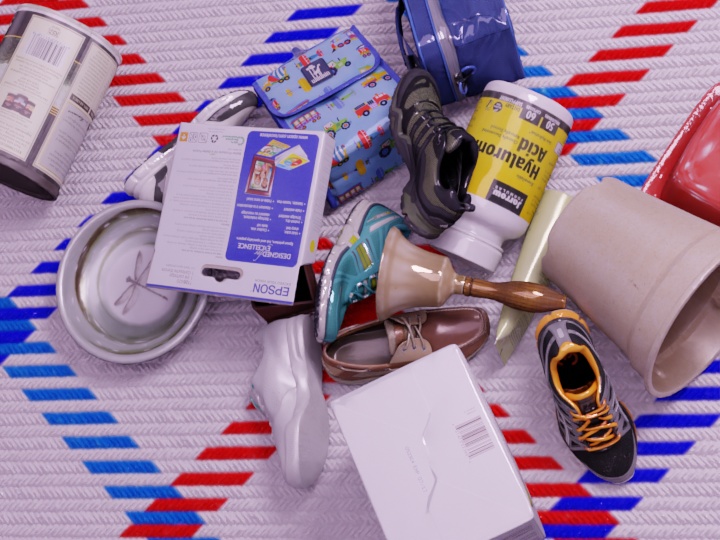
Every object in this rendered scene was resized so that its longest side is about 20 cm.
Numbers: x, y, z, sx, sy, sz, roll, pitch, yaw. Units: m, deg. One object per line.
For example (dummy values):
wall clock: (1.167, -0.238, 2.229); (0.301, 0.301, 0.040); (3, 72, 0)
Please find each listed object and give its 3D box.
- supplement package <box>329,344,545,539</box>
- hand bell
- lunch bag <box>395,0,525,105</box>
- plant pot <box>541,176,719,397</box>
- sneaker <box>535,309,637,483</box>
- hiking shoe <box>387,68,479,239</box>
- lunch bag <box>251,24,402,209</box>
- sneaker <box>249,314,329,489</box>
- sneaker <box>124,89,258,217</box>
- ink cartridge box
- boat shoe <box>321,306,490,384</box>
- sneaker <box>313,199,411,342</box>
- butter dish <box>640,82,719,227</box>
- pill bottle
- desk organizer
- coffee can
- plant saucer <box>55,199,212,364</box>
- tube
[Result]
supplement package: (0.086, 0.211, 1.313); (0.146, 0.200, 0.192); (-25, 70, 3)
hand bell: (0.124, 0.017, 1.367); (0.199, 0.104, 0.105); (8, 75, 12)
lunch bag: (0.107, -0.292, 1.488); (0.131, 0.136, 0.201); (-16, 59, 8)
plant pot: (0.303, 0.000, 1.348); (0.201, 0.201, 0.183); (-48, 59, -5)
sneaker: (0.238, 0.143, 1.335); (0.078, 0.077, 0.201); (-26, 102, 8)
hiking shoe: (0.091, -0.139, 1.384); (0.100, 0.075, 0.201); (-26, 63, 42)
lunch bag: (-0.028, -0.203, 1.533); (0.150, 0.094, 0.200); (-33, 59, -4)
sneaker: (-0.089, 0.154, 1.446); (0.088, 0.075, 0.201); (-12, 65, 22)
sneaker: (-0.195, -0.141, 1.561); (0.200, 0.074, 0.080); (-43, 84, 1)
ink cartridge box: (-0.137, -0.065, 1.444); (0.196, 0.047, 0.201); (7, 82, 24)
boat shoe: (0.050, 0.083, 1.428); (0.199, 0.072, 0.076); (-17, 70, 7)
sneaker: (0.000, 0.000, 1.443); (0.079, 0.078, 0.201); (22, 56, 7)
butter dish: (0.425, -0.112, 1.366); (0.199, 0.148, 0.200); (33, 82, 20)
pill bottle: (0.155, -0.104, 1.436); (0.111, 0.111, 0.201); (23, 89, 18)
desk organizer: (-0.108, -0.043, 1.498); (0.071, 0.077, 0.201); (-18, 70, 7)
coffee can: (-0.405, -0.208, 1.578); (0.146, 0.146, 0.201); (20, 78, 17)
plant saucer: (-0.267, 0.017, 1.526); (0.199, 0.050, 0.202); (-3, 76, 13)
tube: (0.192, 0.006, 1.423); (0.058, 0.052, 0.201); (31, 74, -26)
